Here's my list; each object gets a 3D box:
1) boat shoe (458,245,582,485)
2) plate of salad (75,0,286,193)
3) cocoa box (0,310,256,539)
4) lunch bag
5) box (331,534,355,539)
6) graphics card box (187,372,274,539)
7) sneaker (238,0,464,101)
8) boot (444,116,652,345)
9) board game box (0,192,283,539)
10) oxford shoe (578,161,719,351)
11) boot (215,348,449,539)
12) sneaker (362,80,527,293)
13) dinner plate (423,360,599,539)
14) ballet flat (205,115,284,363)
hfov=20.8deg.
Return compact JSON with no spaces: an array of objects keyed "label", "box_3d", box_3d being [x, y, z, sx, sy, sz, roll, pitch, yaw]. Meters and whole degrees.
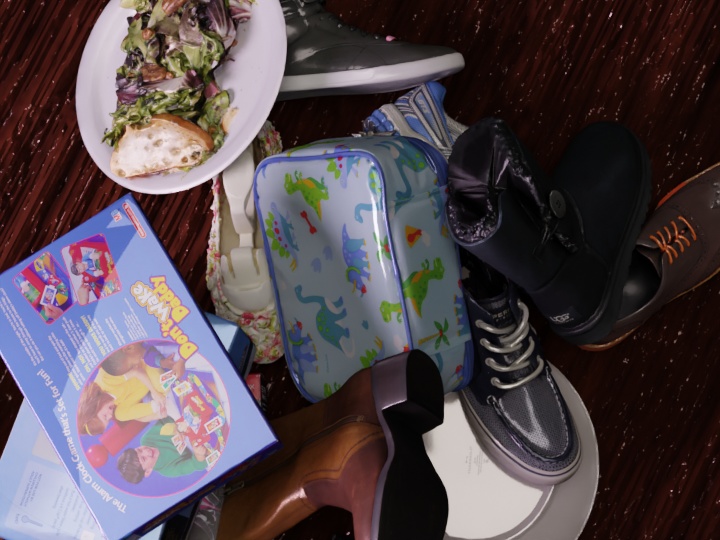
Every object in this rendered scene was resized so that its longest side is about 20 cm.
[{"label":"boat shoe","box_3d":[0.105,0.063,1.476,0.074,0.093,0.201,-28,70,-18]},{"label":"plate of salad","box_3d":[-0.147,-0.159,1.524,0.198,0.048,0.202,-9,71,29]},{"label":"cocoa box","box_3d":[-0.172,0.118,1.425,0.132,0.131,0.202,19,82,6]},{"label":"lunch bag","box_3d":[0.000,0.000,1.462,0.082,0.160,0.202,-18,101,-42]},{"label":"box","box_3d":[0.062,0.278,1.431,0.198,0.149,0.126,9,90,3]},{"label":"graphics card box","box_3d":[-0.129,0.182,1.505,0.124,0.051,0.202,-3,82,1]},{"label":"sneaker","box_3d":[-0.019,-0.189,1.547,0.198,0.071,0.100,-3,86,5]},{"label":"boot","box_3d":[0.139,-0.067,1.451,0.076,0.168,0.202,-11,51,36]},{"label":"board game box","box_3d":[-0.160,0.069,1.342,0.134,0.045,0.201,-31,79,-3]},{"label":"oxford shoe","box_3d":[0.241,-0.014,1.515,0.071,0.073,0.200,44,85,7]},{"label":"boot","box_3d":[-0.036,0.162,1.370,0.199,0.068,0.190,-27,47,33]},{"label":"sneaker","box_3d":[0.096,-0.069,1.528,0.085,0.077,0.200,-42,85,-12]},{"label":"dinner plate","box_3d":[0.087,0.149,1.520,0.198,0.024,0.202,0,82,0]},{"label":"ballet flat","box_3d":[-0.091,-0.029,1.529,0.075,0.064,0.202,-8,82,6]}]
